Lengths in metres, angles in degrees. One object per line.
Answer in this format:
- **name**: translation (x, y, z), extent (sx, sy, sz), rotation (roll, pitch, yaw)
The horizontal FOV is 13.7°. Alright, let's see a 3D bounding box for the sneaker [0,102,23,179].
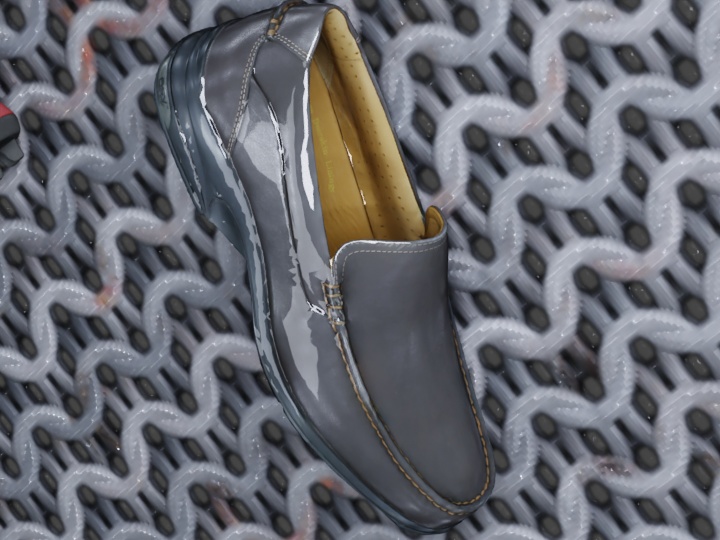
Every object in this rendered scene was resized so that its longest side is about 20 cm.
- **sneaker**: translation (-0.219, -0.042, 1.222), extent (0.098, 0.071, 0.200), rotation (54, 136, 0)

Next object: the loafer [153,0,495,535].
- **loafer**: translation (0.000, 0.000, 1.053), extent (0.072, 0.073, 0.200), rotation (-20, 102, 42)
